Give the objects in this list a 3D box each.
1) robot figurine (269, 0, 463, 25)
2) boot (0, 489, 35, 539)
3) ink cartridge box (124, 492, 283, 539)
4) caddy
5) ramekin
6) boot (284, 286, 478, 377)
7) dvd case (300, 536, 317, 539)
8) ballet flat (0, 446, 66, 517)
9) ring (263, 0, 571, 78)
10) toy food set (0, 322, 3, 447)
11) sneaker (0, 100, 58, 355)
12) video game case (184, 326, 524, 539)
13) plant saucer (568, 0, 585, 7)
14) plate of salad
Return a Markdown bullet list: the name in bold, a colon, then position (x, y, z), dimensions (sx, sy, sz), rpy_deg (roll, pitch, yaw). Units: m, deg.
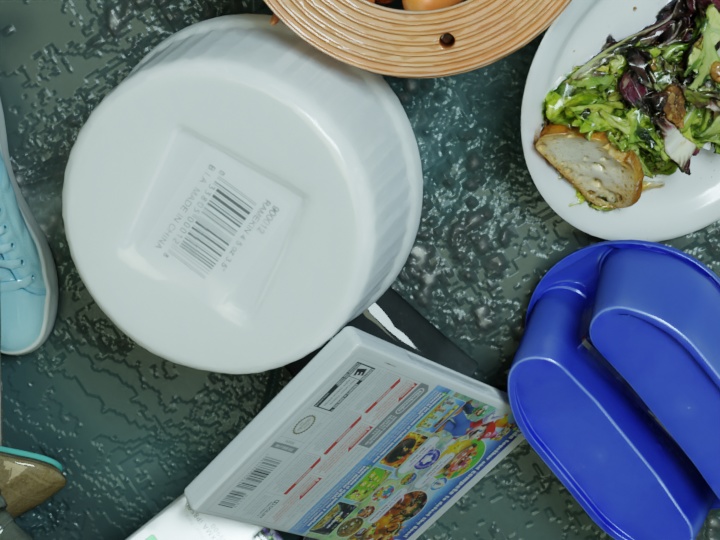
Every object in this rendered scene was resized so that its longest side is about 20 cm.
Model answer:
- **robot figurine**: position (0.012, -0.215, 0.782), dimensions (0.200, 0.117, 0.144), rpy_deg (-34, 109, -8)
- **boot**: position (-0.283, 0.197, 0.853), dimensions (0.200, 0.068, 0.131), rpy_deg (-35, 86, 8)
- **ink cartridge box**: position (-0.134, 0.229, 0.885), dimensions (0.200, 0.050, 0.109), rpy_deg (-37, 86, -16)
- **caddy**: position (0.184, 0.076, 0.856), dimensions (0.141, 0.105, 0.200), rpy_deg (-35, 99, 32)
- **ramekin**: position (-0.070, -0.039, 0.785), dimensions (0.200, 0.098, 0.201), rpy_deg (4, 108, 12)
- **boot**: position (-0.001, 0.001, 0.864), dimensions (0.165, 0.066, 0.200), rpy_deg (-42, 91, 23)
- **dvd case**: position (-0.014, 0.294, 0.955), dimensions (0.148, 0.016, 0.200), rpy_deg (26, 102, -2)
- **ballet flat**: position (-0.295, 0.144, 0.898), dimensions (0.199, 0.073, 0.068), rpy_deg (11, 146, -1)
- **ring**: position (0.029, -0.198, 0.703), dimensions (0.200, 0.019, 0.201), rpy_deg (1, 109, 3)
- **toy food set**: position (-0.320, 0.043, 0.868), dimensions (0.199, 0.061, 0.144), rpy_deg (12, 131, 1)
- **sneaker**: position (-0.249, -0.035, 0.867), dimensions (0.074, 0.082, 0.201), rpy_deg (-15, 100, 7)
- **video game case**: position (0.008, 0.111, 0.840), dimensions (0.143, 0.018, 0.200), rpy_deg (-46, 141, 16)
- **plant saucer**: position (0.128, -0.235, 0.763), dimensions (0.200, 0.031, 0.201), rpy_deg (-19, 120, -36)
- **plate of salad**: position (0.190, -0.101, 0.813), dimensions (0.199, 0.048, 0.201), rpy_deg (-8, 120, -14)
